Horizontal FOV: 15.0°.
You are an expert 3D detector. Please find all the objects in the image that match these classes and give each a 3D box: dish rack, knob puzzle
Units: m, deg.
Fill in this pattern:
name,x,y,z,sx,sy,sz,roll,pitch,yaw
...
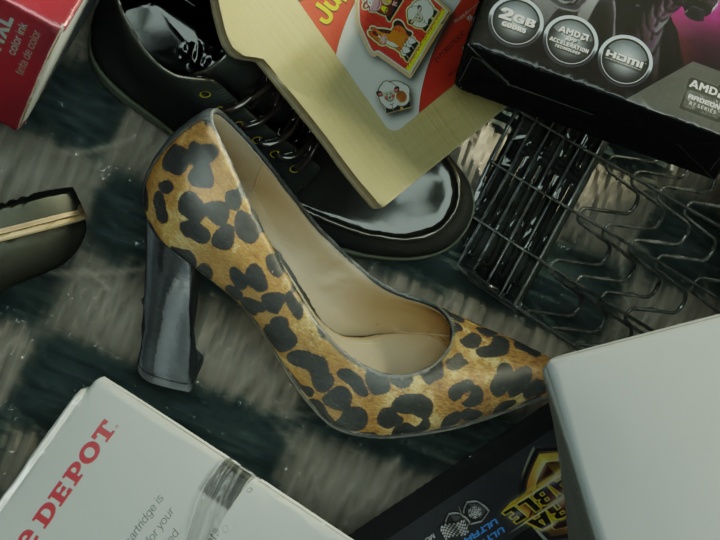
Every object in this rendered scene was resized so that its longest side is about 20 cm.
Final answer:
name,x,y,z,sx,sy,sz,roll,pitch,yaw
dish rack,0.141,-0.017,1.236,0.200,0.055,0.153,34,99,37
knob puzzle,0.008,-0.156,1.214,0.220,0.030,0.220,2,85,-24

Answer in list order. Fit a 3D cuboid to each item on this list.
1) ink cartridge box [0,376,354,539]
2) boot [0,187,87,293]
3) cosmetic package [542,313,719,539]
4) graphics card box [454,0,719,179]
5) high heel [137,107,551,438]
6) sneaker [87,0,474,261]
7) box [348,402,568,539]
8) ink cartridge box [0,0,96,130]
name,x,y,z,sx,sy,sz,roll,pitch,yaw
ink cartridge box,-0.069,0.162,1.179,0.200,0.084,0.145,31,81,26
boot,-0.195,0.057,1.225,0.200,0.077,0.138,-24,92,4
cosmetic package,0.159,0.147,1.081,0.123,0.200,0.199,-15,63,1
graphics card box,0.131,-0.152,1.199,0.125,0.051,0.200,21,70,1
high heel,0.000,0.000,1.218,0.200,0.071,0.143,6,125,-2
sneaker,-0.034,-0.068,1.233,0.200,0.106,0.075,29,82,-4
box,0.085,0.176,1.217,0.200,0.050,0.199,-32,62,-9
ink cartridge box,-0.201,-0.177,1.206,0.200,0.083,0.146,28,54,-4
